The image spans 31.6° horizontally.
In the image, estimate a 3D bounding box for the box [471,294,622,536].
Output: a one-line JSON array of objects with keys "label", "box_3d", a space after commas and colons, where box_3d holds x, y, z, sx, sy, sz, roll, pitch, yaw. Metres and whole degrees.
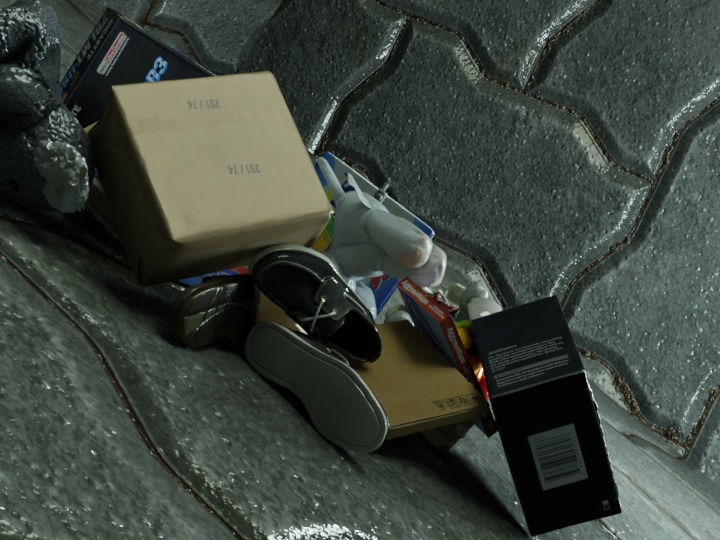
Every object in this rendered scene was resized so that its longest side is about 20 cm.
[{"label": "box", "box_3d": [0.219, 0.169, 1.514, 0.201, 0.116, 0.199, -92, 165, -66]}]

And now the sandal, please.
[{"label": "sandal", "box_3d": [-0.154, 0.041, 1.313, 0.054, 0.083, 0.200, 15, 8, 19]}]

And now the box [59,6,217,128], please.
[{"label": "box", "box_3d": [-0.287, -0.195, 1.602, 0.198, 0.201, 0.050, 29, 7, -44]}]

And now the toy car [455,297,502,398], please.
[{"label": "toy car", "box_3d": [0.124, 0.130, 1.730, 0.200, 0.173, 0.152, -20, 90, -81]}]

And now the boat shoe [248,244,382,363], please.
[{"label": "boat shoe", "box_3d": [-0.042, 0.036, 1.358, 0.200, 0.072, 0.068, 40, 17, -44]}]

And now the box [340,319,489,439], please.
[{"label": "box", "box_3d": [0.027, 0.120, 1.427, 0.198, 0.021, 0.164, -7, 40, -41]}]

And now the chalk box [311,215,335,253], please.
[{"label": "chalk box", "box_3d": [-0.136, -0.068, 1.728, 0.199, 0.125, 0.124, 35, -3, -3]}]

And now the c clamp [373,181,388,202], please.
[{"label": "c clamp", "box_3d": [-0.022, -0.027, 1.736, 0.027, 0.201, 0.171, 34, 11, 2]}]

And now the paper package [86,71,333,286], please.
[{"label": "paper package", "box_3d": [-0.157, -0.100, 1.318, 0.198, 0.103, 0.193, -13, 71, -34]}]

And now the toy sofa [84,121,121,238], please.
[{"label": "toy sofa", "box_3d": [-0.264, -0.098, 1.413, 0.200, 0.082, 0.098, 41, -28, 37]}]

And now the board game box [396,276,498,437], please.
[{"label": "board game box", "box_3d": [0.106, 0.106, 1.534, 0.103, 0.019, 0.201, 40, -20, 50]}]

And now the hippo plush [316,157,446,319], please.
[{"label": "hippo plush", "box_3d": [0.000, 0.000, 1.562, 0.200, 0.162, 0.159, 39, -2, -38]}]

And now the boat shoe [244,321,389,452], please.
[{"label": "boat shoe", "box_3d": [-0.036, 0.120, 1.315, 0.199, 0.075, 0.060, 31, 9, 33]}]

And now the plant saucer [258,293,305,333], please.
[{"label": "plant saucer", "box_3d": [-0.054, 0.078, 1.602, 0.199, 0.036, 0.200, 36, 8, -6]}]

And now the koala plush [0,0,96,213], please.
[{"label": "koala plush", "box_3d": [-0.335, -0.144, 1.266, 0.201, 0.183, 0.177, 54, -9, -10]}]

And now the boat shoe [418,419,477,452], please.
[{"label": "boat shoe", "box_3d": [0.062, 0.124, 1.543, 0.200, 0.076, 0.072, 46, 20, -5]}]

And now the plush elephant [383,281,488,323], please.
[{"label": "plush elephant", "box_3d": [0.110, 0.069, 1.947, 0.201, 0.163, 0.156, 68, -5, -46]}]

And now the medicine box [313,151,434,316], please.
[{"label": "medicine box", "box_3d": [-0.022, -0.039, 1.851, 0.199, 0.183, 0.103, 36, -1, 2]}]

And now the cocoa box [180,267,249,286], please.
[{"label": "cocoa box", "box_3d": [-0.200, -0.077, 1.525, 0.200, 0.132, 0.133, 42, 10, 38]}]
